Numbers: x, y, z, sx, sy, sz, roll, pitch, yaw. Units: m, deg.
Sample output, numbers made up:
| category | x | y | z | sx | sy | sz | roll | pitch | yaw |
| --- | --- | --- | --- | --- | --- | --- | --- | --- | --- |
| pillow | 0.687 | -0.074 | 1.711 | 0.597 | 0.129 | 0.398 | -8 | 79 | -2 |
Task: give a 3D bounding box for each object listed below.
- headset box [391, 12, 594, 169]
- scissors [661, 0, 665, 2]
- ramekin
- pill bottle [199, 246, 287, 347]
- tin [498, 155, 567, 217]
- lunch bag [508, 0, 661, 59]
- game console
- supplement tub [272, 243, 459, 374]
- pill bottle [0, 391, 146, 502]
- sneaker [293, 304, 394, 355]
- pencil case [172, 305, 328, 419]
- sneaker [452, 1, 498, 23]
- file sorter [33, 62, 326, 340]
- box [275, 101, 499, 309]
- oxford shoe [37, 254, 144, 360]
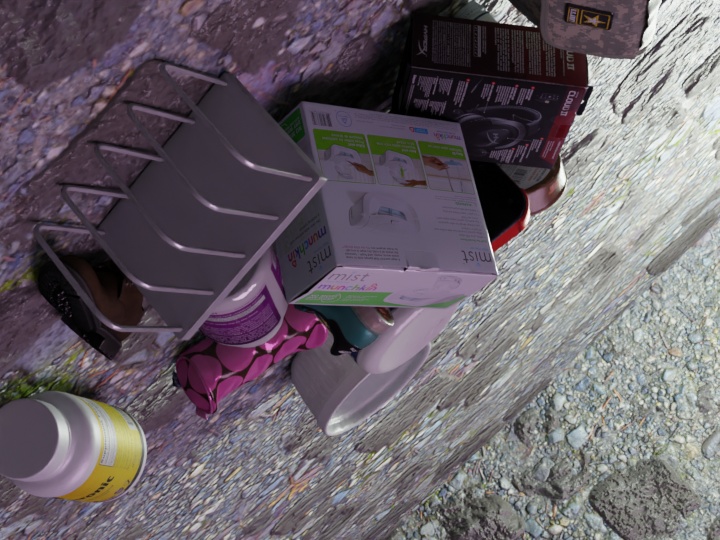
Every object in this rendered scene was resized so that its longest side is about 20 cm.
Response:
| category | x | y | z | sx | sy | sz | roll | pitch | yaw |
| --- | --- | --- | --- | --- | --- | --- | --- | --- | --- |
| headset box | 0.139 | -0.182 | 1.445 | 0.200 | 0.077 | 0.149 | 5 | 150 | -5 |
| scissors | 0.251 | -0.303 | 1.412 | 0.014 | 0.200 | 0.073 | -11 | 138 | -22 |
| ramekin | -0.006 | 0.131 | 1.991 | 0.200 | 0.105 | 0.200 | -37 | 162 | -14 |
| pill bottle | -0.134 | 0.015 | 1.450 | 0.112 | 0.112 | 0.200 | -39 | 162 | -8 |
| tin | 0.142 | -0.116 | 1.610 | 0.112 | 0.200 | 0.042 | -50 | 138 | -34 |
| lunch bag | 0.200 | -0.293 | 1.298 | 0.118 | 0.200 | 0.164 | -40 | 163 | -8 |
| game console | 0.064 | -0.081 | 1.497 | 0.177 | 0.200 | 0.031 | -38 | 161 | -13 |
| supplement tub | 0.000 | 0.000 | 1.549 | 0.144 | 0.200 | 0.144 | -37 | 161 | -15 |
| pill bottle | -0.313 | 0.186 | 1.475 | 0.111 | 0.111 | 0.200 | -43 | 161 | 2 |
| sneaker | -0.052 | -0.002 | 1.454 | 0.080 | 0.200 | 0.071 | -38 | 166 | 15 |
| pencil case | -0.129 | 0.098 | 1.695 | 0.200 | 0.091 | 0.094 | -30 | 123 | -28 |
| sneaker | 0.129 | -0.214 | 1.536 | 0.073 | 0.071 | 0.200 | -39 | 162 | -9 |
| file sorter | -0.162 | -0.058 | 1.191 | 0.200 | 0.139 | 0.125 | -48 | 159 | 18 |
| box | 0.018 | -0.060 | 1.369 | 0.200 | 0.177 | 0.097 | 2 | 155 | -36 |
| oxford shoe | -0.247 | 0.016 | 1.308 | 0.084 | 0.073 | 0.200 | -50 | 170 | -12 |
